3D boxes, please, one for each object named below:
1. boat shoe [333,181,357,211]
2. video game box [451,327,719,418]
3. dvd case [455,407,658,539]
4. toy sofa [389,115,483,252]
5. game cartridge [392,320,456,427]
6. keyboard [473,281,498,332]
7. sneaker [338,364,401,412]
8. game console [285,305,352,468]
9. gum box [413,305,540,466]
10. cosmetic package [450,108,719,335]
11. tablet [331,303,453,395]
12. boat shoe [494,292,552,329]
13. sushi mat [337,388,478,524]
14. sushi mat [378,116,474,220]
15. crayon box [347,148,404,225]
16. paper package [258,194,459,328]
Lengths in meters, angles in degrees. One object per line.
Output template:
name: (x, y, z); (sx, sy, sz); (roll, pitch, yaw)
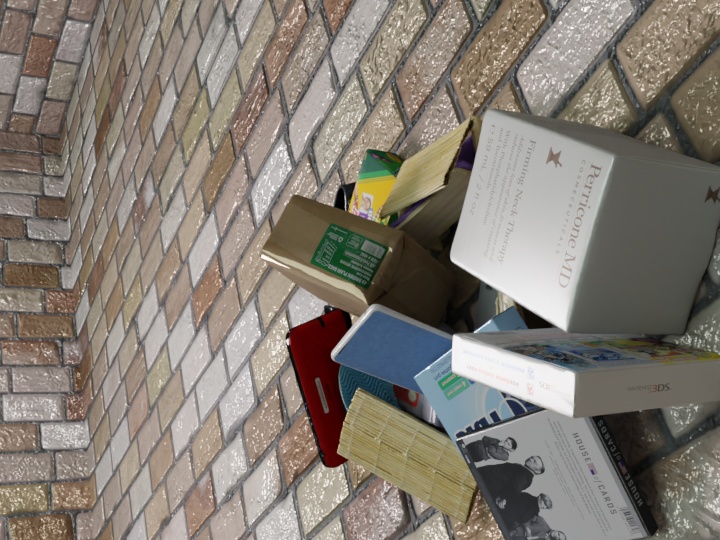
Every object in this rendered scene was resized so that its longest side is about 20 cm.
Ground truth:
boat shoe: (-0.034, -0.059, 1.490); (0.075, 0.061, 0.202); (60, 138, 42)
video game box: (0.217, 0.091, 0.888); (0.181, 0.197, 0.048); (9, 99, 61)
dvd case: (0.200, 0.223, 0.983); (0.199, 0.025, 0.152); (-31, 84, 49)
toy sofa: (0.109, -0.109, 1.197); (0.200, 0.096, 0.084); (-44, 44, 51)
game cartridge: (0.075, 0.126, 1.302); (0.199, 0.040, 0.136); (17, 98, 60)
keyboard: (0.169, 0.015, 1.173); (0.056, 0.010, 0.204); (-158, 74, -65)
sneaker: (0.026, 0.209, 1.286); (0.202, 0.076, 0.081); (62, 167, 11)
game console: (-0.048, 0.164, 1.355); (0.118, 0.171, 0.204); (-13, 96, 47)
gum box: (0.166, 0.167, 1.048); (0.202, 0.044, 0.170); (58, 140, 9)
cosmetic package: (0.223, -0.051, 0.925); (0.200, 0.164, 0.171); (36, 117, 55)
tablet: (0.075, 0.109, 1.148); (0.130, 0.197, 0.014); (-50, 24, 45)
boat shoe: (0.184, 0.041, 1.083); (0.065, 0.071, 0.204); (-18, 77, 57)
sushi mat: (0.065, 0.238, 1.198); (0.198, 0.012, 0.097); (26, 110, 20)
sushi mat: (0.080, -0.123, 1.168); (0.097, 0.012, 0.200); (-64, 15, -18)
crayon box: (0.029, -0.062, 1.379); (0.119, 0.057, 0.203); (48, 128, 51)
paper package: (0.000, 0.000, 1.216); (0.198, 0.190, 0.105); (23, 83, 36)
